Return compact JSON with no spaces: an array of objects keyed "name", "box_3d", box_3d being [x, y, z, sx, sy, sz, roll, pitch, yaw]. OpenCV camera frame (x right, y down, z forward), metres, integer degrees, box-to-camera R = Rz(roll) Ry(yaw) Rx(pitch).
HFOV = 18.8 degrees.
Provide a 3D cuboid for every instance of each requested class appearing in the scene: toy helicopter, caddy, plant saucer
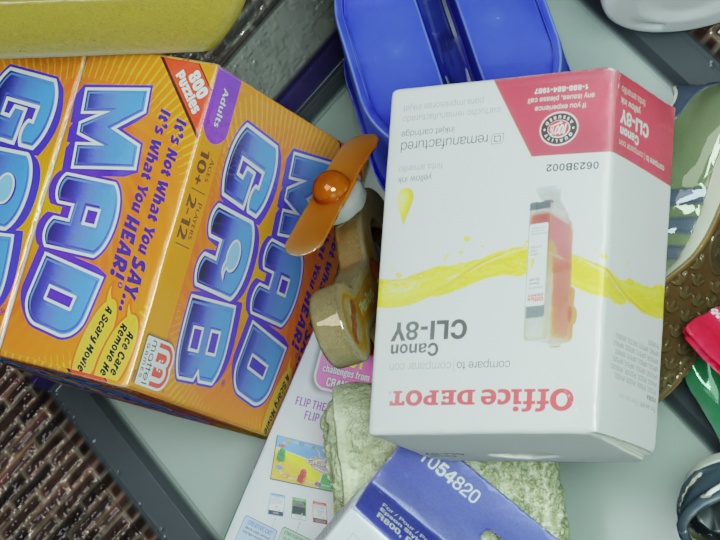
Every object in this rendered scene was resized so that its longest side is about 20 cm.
[{"name":"toy helicopter","box_3d":[0.000,0.000,1.270,0.078,0.200,0.133,-17,102,14]},{"name":"caddy","box_3d":[0.062,-0.124,1.376,0.140,0.105,0.201,-17,60,2]},{"name":"plant saucer","box_3d":[-0.151,-0.180,1.354,0.198,0.200,0.049,-1,115,7]}]

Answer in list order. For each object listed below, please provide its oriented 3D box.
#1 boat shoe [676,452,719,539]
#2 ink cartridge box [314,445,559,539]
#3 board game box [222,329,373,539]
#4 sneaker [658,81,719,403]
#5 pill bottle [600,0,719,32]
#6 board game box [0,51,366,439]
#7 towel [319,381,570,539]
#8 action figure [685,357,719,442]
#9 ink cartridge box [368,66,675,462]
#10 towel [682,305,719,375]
[{"name":"boat shoe","box_3d":[0.272,0.123,1.196,0.198,0.062,0.075,-5,106,15]},{"name":"ink cartridge box","box_3d":[0.044,0.228,1.255,0.199,0.041,0.200,39,96,-1]},{"name":"board game box","box_3d":[0.007,0.137,1.369,0.152,0.040,0.201,23,88,31]},{"name":"sneaker","box_3d":[0.174,-0.019,1.259,0.090,0.067,0.201,31,93,48]},{"name":"pill bottle","box_3d":[0.186,-0.259,1.340,0.111,0.112,0.202,-17,69,23]},{"name":"board game box","box_3d":[-0.148,-0.021,1.401,0.199,0.200,0.201,12,82,30]},{"name":"towel","box_3d":[0.055,0.161,1.296,0.147,0.036,0.202,-6,85,4]},{"name":"action figure","box_3d":[0.215,0.013,1.285,0.118,0.055,0.201,-41,62,14]},{"name":"ink cartridge box","box_3d":[0.089,0.000,1.203,0.144,0.083,0.202,-3,76,31]},{"name":"towel","box_3d":[0.295,0.025,1.200,0.199,0.023,0.145,-32,51,-11]}]
